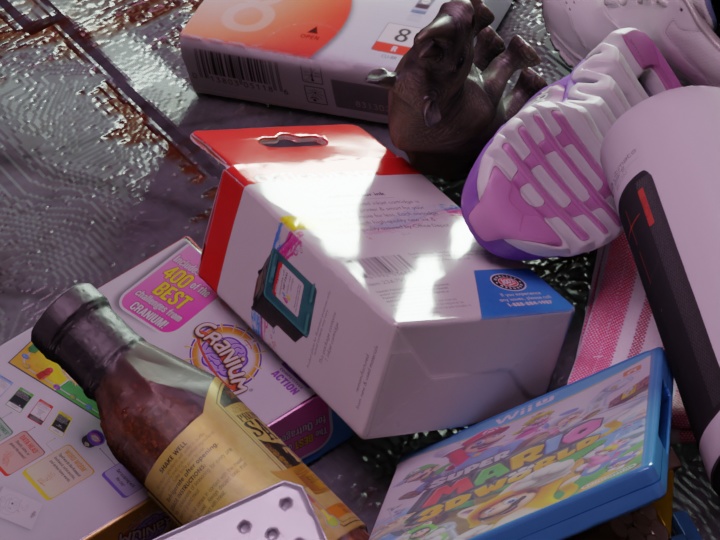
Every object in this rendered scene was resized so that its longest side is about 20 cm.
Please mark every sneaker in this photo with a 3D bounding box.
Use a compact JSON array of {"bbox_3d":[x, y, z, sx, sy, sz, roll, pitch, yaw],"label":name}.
[{"bbox_3d":[0.099,-0.052,1.416,0.088,0.081,0.200,-28,9,37],"label":"sneaker"},{"bbox_3d":[0.179,-0.134,1.499,0.200,0.087,0.074,28,56,37],"label":"sneaker"}]

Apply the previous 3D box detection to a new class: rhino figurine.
[{"bbox_3d":[0.048,-0.096,1.427,0.060,0.200,0.088,41,90,13],"label":"rhino figurine"}]

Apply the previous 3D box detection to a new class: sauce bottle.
[{"bbox_3d":[-0.075,0.086,1.281,0.066,0.066,0.200,-38,75,-27],"label":"sauce bottle"}]

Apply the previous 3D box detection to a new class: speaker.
[{"bbox_3d":[0.178,0.009,1.301,0.081,0.081,0.201,-13,55,-2],"label":"speaker"}]

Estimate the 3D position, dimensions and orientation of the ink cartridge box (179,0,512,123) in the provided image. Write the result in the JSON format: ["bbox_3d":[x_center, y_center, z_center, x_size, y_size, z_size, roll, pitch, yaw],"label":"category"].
[{"bbox_3d":[0.008,-0.172,1.608,0.161,0.050,0.200,11,50,23],"label":"ink cartridge box"}]

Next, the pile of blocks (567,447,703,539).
[{"bbox_3d":[0.114,0.155,1.233,0.062,0.082,0.200,-42,17,33],"label":"pile of blocks"}]

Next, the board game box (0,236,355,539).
[{"bbox_3d":[-0.126,0.080,1.371,0.199,0.040,0.153,-31,45,-19],"label":"board game box"}]

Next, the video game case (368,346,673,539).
[{"bbox_3d":[0.072,0.093,1.227,0.143,0.018,0.200,-25,8,12],"label":"video game case"}]

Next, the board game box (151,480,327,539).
[{"bbox_3d":[-0.079,0.215,1.173,0.199,0.026,0.201,-24,59,-3],"label":"board game box"}]

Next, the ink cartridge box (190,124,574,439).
[{"bbox_3d":[0.000,0.000,1.378,0.116,0.068,0.200,-4,32,-36],"label":"ink cartridge box"}]

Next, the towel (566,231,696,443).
[{"bbox_3d":[0.208,0.029,1.358,0.199,0.030,0.147,3,45,15],"label":"towel"}]
